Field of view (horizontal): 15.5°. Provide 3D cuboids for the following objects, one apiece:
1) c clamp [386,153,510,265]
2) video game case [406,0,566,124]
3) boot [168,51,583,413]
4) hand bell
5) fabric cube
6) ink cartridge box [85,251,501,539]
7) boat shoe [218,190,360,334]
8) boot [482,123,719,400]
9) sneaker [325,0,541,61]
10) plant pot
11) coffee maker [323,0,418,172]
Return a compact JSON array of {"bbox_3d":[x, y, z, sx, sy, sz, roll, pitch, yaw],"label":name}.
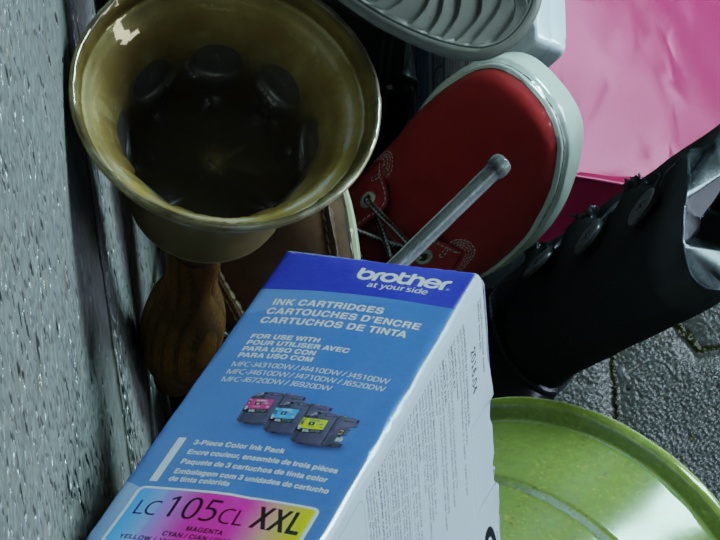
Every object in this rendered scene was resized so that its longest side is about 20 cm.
[{"bbox_3d":[-0.011,0.053,1.016,0.027,0.171,0.200,47,-17,15],"label":"c clamp"},{"bbox_3d":[0.028,-0.104,1.171,0.200,0.018,0.144,-42,-142,47],"label":"video game case"},{"bbox_3d":[0.000,0.000,1.072,0.072,0.144,0.200,49,-45,8],"label":"boot"},{"bbox_3d":[-0.059,-0.009,0.952,0.200,0.104,0.105,107,-20,-59],"label":"hand bell"},{"bbox_3d":[0.079,-0.102,1.328,0.199,0.199,0.197,8,69,-43],"label":"fabric cube"},{"bbox_3d":[-0.010,0.087,0.851,0.200,0.076,0.137,-54,146,-50],"label":"ink cartridge box"},{"bbox_3d":[-0.054,-0.056,1.001,0.075,0.074,0.203,-100,168,-87],"label":"boat shoe"},{"bbox_3d":[0.090,0.031,1.079,0.200,0.066,0.165,-27,-146,51],"label":"boot"},{"bbox_3d":[-0.020,-0.143,0.923,0.200,0.075,0.106,40,-4,1],"label":"sneaker"},{"bbox_3d":[0.029,0.172,0.988,0.190,0.199,0.201,-27,116,-51],"label":"plant pot"},{"bbox_3d":[-0.048,-0.135,1.167,0.192,0.134,0.201,-52,-151,40],"label":"coffee maker"}]
